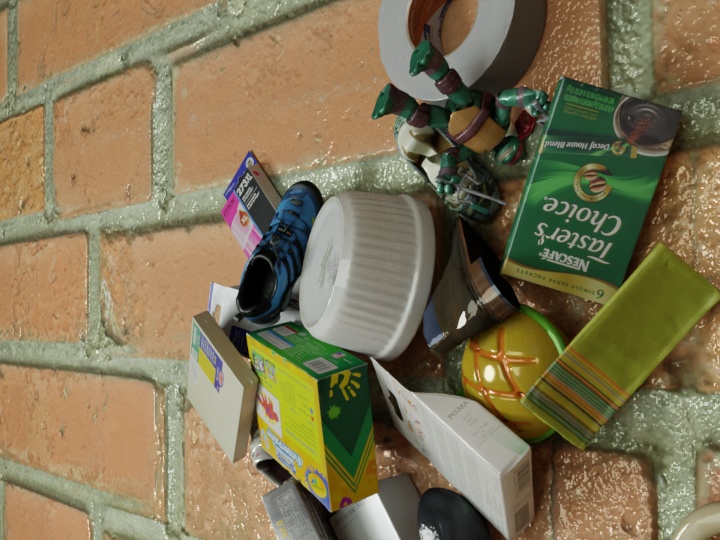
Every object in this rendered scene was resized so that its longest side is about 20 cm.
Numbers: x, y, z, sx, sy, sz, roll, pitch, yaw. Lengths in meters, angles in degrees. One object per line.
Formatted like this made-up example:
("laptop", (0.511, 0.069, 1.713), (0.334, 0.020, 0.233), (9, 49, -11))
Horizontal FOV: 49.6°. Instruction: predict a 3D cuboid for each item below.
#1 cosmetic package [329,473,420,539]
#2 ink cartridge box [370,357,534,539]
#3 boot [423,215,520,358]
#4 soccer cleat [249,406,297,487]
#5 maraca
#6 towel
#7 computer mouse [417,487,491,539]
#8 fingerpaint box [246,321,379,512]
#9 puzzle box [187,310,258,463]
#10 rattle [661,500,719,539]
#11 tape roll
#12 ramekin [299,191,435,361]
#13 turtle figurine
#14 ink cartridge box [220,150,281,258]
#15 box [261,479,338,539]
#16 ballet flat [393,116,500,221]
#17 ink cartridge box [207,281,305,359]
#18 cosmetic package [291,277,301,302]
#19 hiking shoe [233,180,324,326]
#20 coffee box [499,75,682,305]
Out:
("cosmetic package", (0.053, 0.363, 0.942), (0.102, 0.071, 0.201), (-49, 57, 32))
("ink cartridge box", (0.103, 0.183, 0.853), (0.200, 0.050, 0.162), (42, 159, 38))
("boot", (0.101, 0.012, 0.840), (0.097, 0.075, 0.200), (-42, 19, 16))
("soccer cleat", (-0.128, 0.240, 1.108), (0.200, 0.086, 0.070), (46, 119, 37))
("maraca", (0.159, 0.124, 0.827), (0.137, 0.106, 0.201), (50, 139, 35))
("towel", (0.244, 0.075, 0.733), (0.200, 0.086, 0.018), (-52, 16, 13))
("computer mouse", (0.122, 0.328, 0.853), (0.053, 0.138, 0.201), (-39, 51, 33))
("fingerpaint box", (-0.061, 0.172, 0.964), (0.200, 0.073, 0.168), (19, 119, 57))
("puzzle box", (-0.195, 0.166, 1.084), (0.133, 0.025, 0.201), (49, 144, 26))
("rattle", (0.287, 0.286, 0.677), (0.199, 0.143, 0.131), (-22, 93, 35))
("tape roll", (0.113, -0.292, 0.906), (0.199, 0.066, 0.202), (-1, 88, 43))
("ramekin", (0.000, 0.000, 0.925), (0.200, 0.104, 0.202), (-168, 90, -71))
("turtle figurine", (0.120, -0.152, 0.836), (0.150, 0.199, 0.101), (-54, 20, 19))
("ink cartridge box", (-0.159, -0.085, 1.186), (0.095, 0.037, 0.201), (-53, 54, 29))
("box", (-0.041, 0.373, 0.977), (0.048, 0.159, 0.201), (-30, 64, 1))
("ballet flat", (0.088, -0.136, 0.924), (0.200, 0.074, 0.075), (49, 120, 34))
("ink cartridge box", (-0.119, 0.083, 1.076), (0.199, 0.039, 0.100), (19, 113, 15))
("cosmetic package", (-0.105, 0.013, 1.099), (0.082, 0.051, 0.201), (33, 115, 8))
("hiking shoe", (-0.099, -0.022, 0.995), (0.074, 0.087, 0.201), (19, 87, 10))
("coffee box", (0.223, -0.075, 0.767), (0.122, 0.044, 0.201), (18, 104, 4))
